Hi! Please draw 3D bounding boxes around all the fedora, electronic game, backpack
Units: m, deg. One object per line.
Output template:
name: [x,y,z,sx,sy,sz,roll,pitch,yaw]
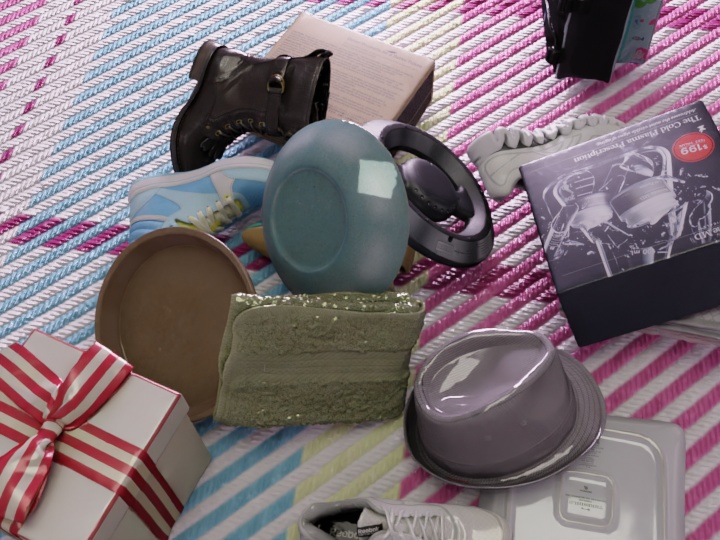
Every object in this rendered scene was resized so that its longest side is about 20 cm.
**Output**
fedora: [0.130,0.115,0.826,0.199,0.090,0.177,-18,43,4]
electronic game: [0.072,-0.088,0.951,0.200,0.042,0.200,28,39,-25]
backpack: [0.298,-0.358,1.085,0.150,0.178,0.200,-2,48,-2]

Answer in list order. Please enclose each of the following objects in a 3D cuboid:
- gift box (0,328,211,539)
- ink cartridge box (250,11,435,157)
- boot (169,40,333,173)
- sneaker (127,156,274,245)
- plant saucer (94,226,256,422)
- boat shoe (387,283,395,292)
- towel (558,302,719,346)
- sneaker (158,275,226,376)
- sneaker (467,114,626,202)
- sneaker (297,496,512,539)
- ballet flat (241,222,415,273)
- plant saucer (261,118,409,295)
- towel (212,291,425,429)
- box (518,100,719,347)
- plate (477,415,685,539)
gift box: [-0.272,0.177,0.780,0.199,0.187,0.185,17,60,12]
ink cartridge box: [-0.029,-0.219,1.074,0.200,0.075,0.165,25,62,18]
boot: [-0.124,-0.170,0.996,0.174,0.069,0.201,17,101,20]
sneaker: [-0.173,-0.052,0.973,0.199,0.080,0.131,-11,56,14]
plant saucer: [-0.186,0.055,0.880,0.200,0.029,0.201,-1,88,22]
boat shoe: [0.000,0.000,0.908,0.063,0.073,0.201,-7,90,-42]
towel: [0.331,-0.016,0.917,0.200,0.032,0.191,9,59,33]
sneaker: [-0.156,0.071,0.909,0.200,0.077,0.085,26,78,22]
sneaker: [0.225,-0.128,1.000,0.199,0.075,0.081,-12,74,-15]
sneaker: [0.038,0.241,0.778,0.199,0.081,0.075,-2,56,8]
ballet flat: [-0.036,-0.022,0.962,0.199,0.069,0.063,-2,72,3]
plant saucer: [-0.041,-0.052,0.867,0.039,0.201,0.201,-7,47,-49]
towel: [-0.039,0.089,0.830,0.199,0.149,0.037,1,26,-20]
box: [0.285,-0.048,0.872,0.200,0.104,0.182,-20,48,14]
plate: [0.213,0.221,0.818,0.199,0.032,0.200,7,59,8]
